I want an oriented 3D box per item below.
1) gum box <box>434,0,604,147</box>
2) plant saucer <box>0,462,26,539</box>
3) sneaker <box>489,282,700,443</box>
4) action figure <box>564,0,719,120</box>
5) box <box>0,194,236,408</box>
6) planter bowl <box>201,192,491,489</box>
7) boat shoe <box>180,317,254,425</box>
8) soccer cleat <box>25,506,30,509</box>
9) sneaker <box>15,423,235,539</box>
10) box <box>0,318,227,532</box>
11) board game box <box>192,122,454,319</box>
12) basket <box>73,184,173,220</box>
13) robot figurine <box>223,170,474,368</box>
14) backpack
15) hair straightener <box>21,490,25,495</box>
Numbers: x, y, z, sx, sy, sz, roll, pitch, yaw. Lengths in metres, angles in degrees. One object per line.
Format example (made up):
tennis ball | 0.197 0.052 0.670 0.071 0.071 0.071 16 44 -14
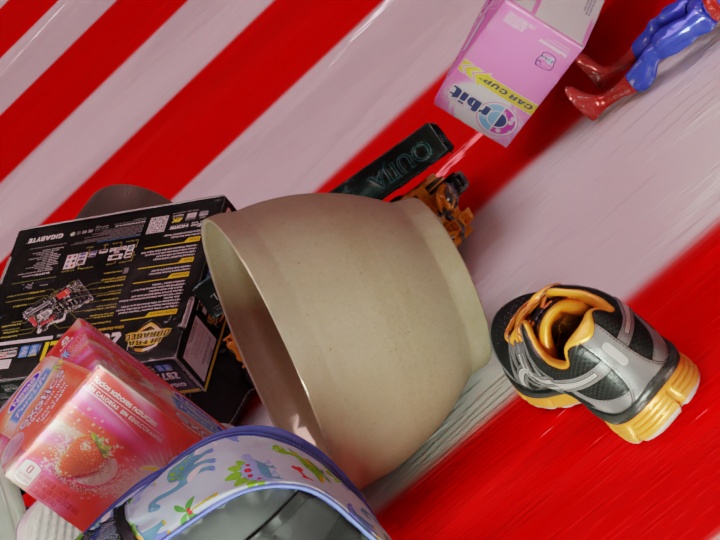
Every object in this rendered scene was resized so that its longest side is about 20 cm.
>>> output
gum box | 0.133 -0.199 1.562 0.114 0.066 0.200 -54 7 46
plant saucer | -0.295 0.195 1.616 0.050 0.200 0.200 -16 11 -24
sneaker | 0.122 0.038 1.251 0.078 0.077 0.200 -53 22 -8
action figure | 0.208 -0.187 1.437 0.200 0.099 0.065 -29 30 35
box | -0.194 0.028 1.639 0.200 0.049 0.160 -9 49 27
planter bowl | 0.000 0.033 1.368 0.135 0.200 0.200 -23 19 -12
boat shoe | -0.097 0.052 1.636 0.065 0.072 0.200 -31 25 37
soccer cleat | -0.235 0.210 1.658 0.073 0.068 0.200 -32 14 -19
sneaker | -0.177 0.174 1.511 0.200 0.073 0.114 -18 -4 -44
box | -0.131 0.135 1.392 0.095 0.200 0.103 -49 21 3
board game box | -0.023 -0.038 1.520 0.200 0.028 0.135 -35 1 6
basket | -0.225 0.033 1.825 0.180 0.136 0.200 -38 19 46
robot figurine | 0.000 0.000 1.529 0.200 0.058 0.145 -34 4 32
backpack | -0.078 0.191 1.232 0.200 0.183 0.147 -41 24 5
hair straightener | -0.176 0.135 1.641 0.200 0.077 0.041 -35 -29 -39
